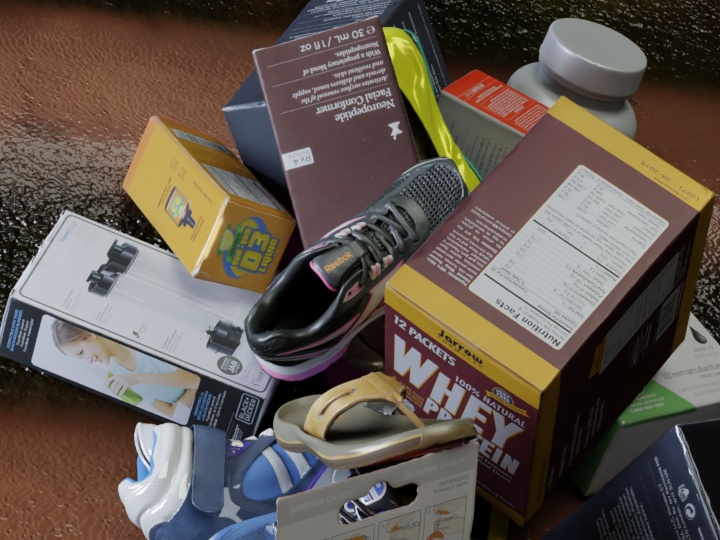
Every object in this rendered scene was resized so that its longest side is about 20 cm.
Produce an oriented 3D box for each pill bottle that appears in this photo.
[{"bbox_3d":[0.156,-0.097,1.898,0.112,0.201,0.113,16,29,-9],"label":"pill bottle"}]

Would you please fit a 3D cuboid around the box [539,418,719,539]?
[{"bbox_3d":[0.260,0.185,1.601,0.195,0.200,0.118,-5,63,-30],"label":"box"}]

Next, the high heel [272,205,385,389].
[{"bbox_3d":[-0.003,0.033,1.766,0.067,0.097,0.200,-21,53,-40],"label":"high heel"}]

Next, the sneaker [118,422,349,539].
[{"bbox_3d":[-0.081,0.128,1.628,0.146,0.081,0.200,33,46,7],"label":"sneaker"}]

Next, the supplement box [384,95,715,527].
[{"bbox_3d":[0.127,0.031,1.640,0.132,0.198,0.200,35,64,20],"label":"supplement box"}]

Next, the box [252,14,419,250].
[{"bbox_3d":[-0.006,-0.076,1.718,0.099,0.201,0.075,-16,2,3],"label":"box"}]

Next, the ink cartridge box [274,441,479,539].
[{"bbox_3d":[-0.005,0.207,1.475,0.160,0.202,0.050,-13,25,-35],"label":"ink cartridge box"}]

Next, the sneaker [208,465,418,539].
[{"bbox_3d":[-0.017,0.164,1.517,0.199,0.089,0.079,-12,52,-36],"label":"sneaker"}]

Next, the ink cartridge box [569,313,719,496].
[{"bbox_3d":[0.187,0.066,1.821,0.145,0.085,0.200,-10,47,-33],"label":"ink cartridge box"}]

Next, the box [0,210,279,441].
[{"bbox_3d":[-0.152,0.043,1.718,0.199,0.060,0.117,22,38,1],"label":"box"}]

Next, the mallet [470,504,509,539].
[{"bbox_3d":[0.112,0.172,1.704,0.065,0.041,0.200,22,34,3],"label":"mallet"}]

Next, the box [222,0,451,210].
[{"bbox_3d":[-0.008,-0.120,1.883,0.104,0.149,0.200,-6,28,28],"label":"box"}]

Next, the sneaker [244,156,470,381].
[{"bbox_3d":[0.000,0.000,1.631,0.080,0.200,0.086,44,2,17],"label":"sneaker"}]

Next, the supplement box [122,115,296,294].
[{"bbox_3d":[-0.117,-0.051,1.782,0.068,0.067,0.200,19,14,-26],"label":"supplement box"}]

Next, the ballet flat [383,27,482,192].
[{"bbox_3d":[0.042,-0.086,1.781,0.067,0.067,0.201,-27,96,-41],"label":"ballet flat"}]

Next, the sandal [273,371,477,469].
[{"bbox_3d":[0.000,0.092,1.526,0.080,0.054,0.200,-14,10,-28],"label":"sandal"}]

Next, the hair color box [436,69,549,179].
[{"bbox_3d":[0.144,-0.062,1.809,0.199,0.102,0.061,31,34,19],"label":"hair color box"}]
